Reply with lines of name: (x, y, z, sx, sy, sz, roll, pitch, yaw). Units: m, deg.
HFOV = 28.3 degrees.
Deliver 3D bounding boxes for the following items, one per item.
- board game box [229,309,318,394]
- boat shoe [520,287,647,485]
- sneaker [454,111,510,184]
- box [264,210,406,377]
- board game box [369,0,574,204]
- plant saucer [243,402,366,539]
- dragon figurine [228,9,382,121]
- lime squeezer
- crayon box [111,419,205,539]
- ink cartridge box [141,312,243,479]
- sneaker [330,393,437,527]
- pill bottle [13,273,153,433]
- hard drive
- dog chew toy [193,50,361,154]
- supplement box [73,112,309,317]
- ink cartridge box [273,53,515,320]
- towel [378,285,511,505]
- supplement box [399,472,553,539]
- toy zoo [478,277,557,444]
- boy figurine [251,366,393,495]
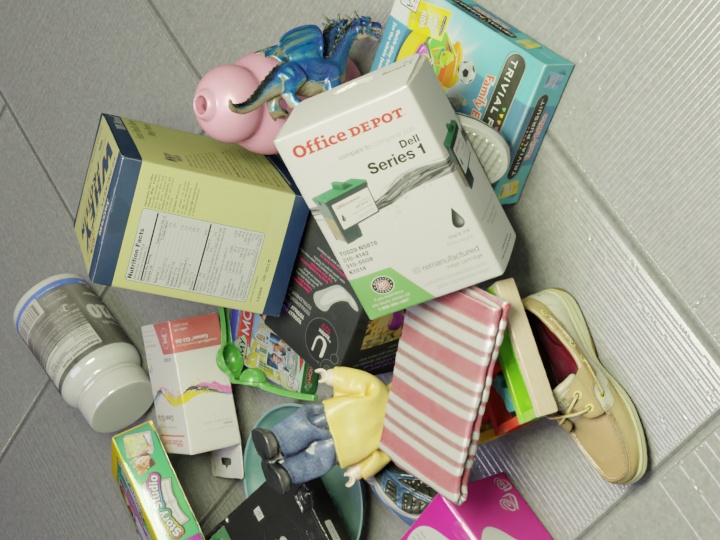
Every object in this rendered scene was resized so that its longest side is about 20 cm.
board game box: (-0.091, 0.026, 1.633, 0.134, 0.029, 0.200, 24, 113, 40)
boat shoe: (0.196, 0.113, 1.332, 0.074, 0.066, 0.200, -43, 66, 40)
sneaker: (0.053, -0.131, 1.367, 0.200, 0.079, 0.079, 8, 122, 20)
box: (0.000, 0.000, 1.482, 0.122, 0.106, 0.200, 41, 122, 33)
board game box: (0.097, -0.179, 1.400, 0.200, 0.047, 0.151, 40, 122, 34)
plant saucer: (-0.057, 0.248, 1.629, 0.200, 0.036, 0.201, 8, 102, 45)
dragon figurine: (-0.063, -0.203, 1.395, 0.059, 0.200, 0.100, -15, 88, 56)
lime squeezer: (-0.124, 0.105, 1.644, 0.071, 0.038, 0.200, -46, 60, 5)
crayon box: (-0.243, 0.304, 1.753, 0.200, 0.058, 0.173, 63, 161, 15)
ink cartridge box: (-0.202, 0.157, 1.716, 0.116, 0.067, 0.200, -14, 87, 65)
sneaker: (0.023, 0.199, 1.512, 0.077, 0.076, 0.200, 76, 167, -47)
pill bottle: (-0.356, 0.108, 1.853, 0.200, 0.114, 0.114, 49, 127, 28)
hard drive: (-0.090, 0.318, 1.622, 0.200, 0.038, 0.140, -46, 64, 38)
dog chew toy: (-0.088, -0.174, 1.477, 0.124, 0.200, 0.125, 9, 103, 45)
supplement box: (-0.182, -0.061, 1.503, 0.200, 0.199, 0.135, -131, 55, -65)
ink cartridge box: (0.032, -0.075, 1.304, 0.146, 0.084, 0.200, -21, 111, 24)
towel: (0.080, 0.105, 1.350, 0.146, 0.030, 0.200, 30, 111, 59)
supplement box: (0.092, 0.310, 1.443, 0.101, 0.103, 0.200, 54, 131, 26)
toy zoo: (0.122, 0.096, 1.387, 0.200, 0.020, 0.131, 135, 119, -66)
boy figurine: (-0.009, 0.151, 1.444, 0.125, 0.200, 0.064, 69, 161, -7)
